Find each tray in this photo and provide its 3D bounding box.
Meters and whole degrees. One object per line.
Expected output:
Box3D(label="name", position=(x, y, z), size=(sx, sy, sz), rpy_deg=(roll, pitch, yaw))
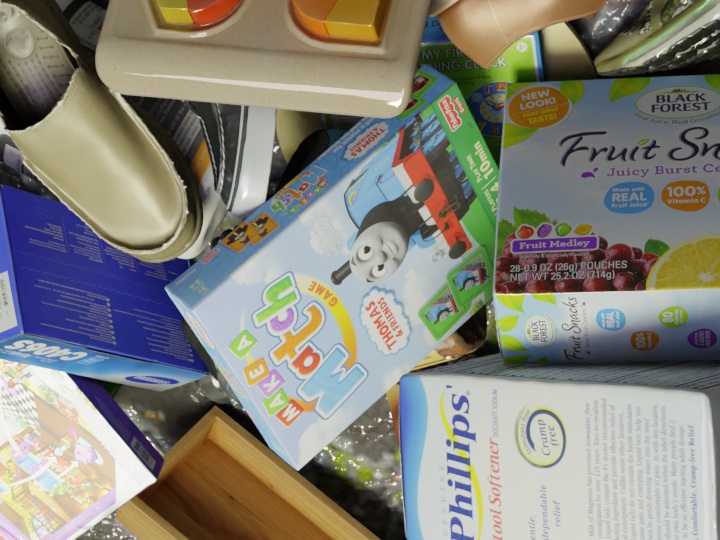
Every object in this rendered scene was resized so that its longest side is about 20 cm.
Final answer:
Box3D(label="tray", position=(-0.054, 0.189, 1.552), size=(0.200, 0.099, 0.037), rpy_deg=(39, 143, 10))

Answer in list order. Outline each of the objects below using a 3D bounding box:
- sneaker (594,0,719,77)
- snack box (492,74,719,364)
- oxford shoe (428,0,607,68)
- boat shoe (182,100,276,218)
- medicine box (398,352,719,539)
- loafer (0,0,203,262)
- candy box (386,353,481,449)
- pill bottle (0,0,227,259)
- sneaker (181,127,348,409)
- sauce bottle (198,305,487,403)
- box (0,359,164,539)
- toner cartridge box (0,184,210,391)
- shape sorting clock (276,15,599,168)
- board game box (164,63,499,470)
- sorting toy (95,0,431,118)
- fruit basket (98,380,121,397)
Box3D(label="sneaker", position=(0.201, -0.179, 1.315), size=(0.200, 0.077, 0.089), rpy_deg=(-38, 68, 37))
Box3D(label="snack box", position=(0.178, -0.031, 1.312), size=(0.200, 0.169, 0.068), rpy_deg=(0, 137, 9))
Box3D(label="oxford shoe", position=(0.129, -0.185, 1.312), size=(0.200, 0.071, 0.071), rpy_deg=(-34, 101, 24))
Box3D(label="boat shoe", position=(-0.088, -0.124, 1.359), size=(0.068, 0.200, 0.072), rpy_deg=(0, 161, -13))
Box3D(label="medicine box", position=(0.153, 0.099, 1.314), size=(0.200, 0.182, 0.103), rpy_deg=(1, 96, 38))
Box3D(label="loafer", position=(-0.168, -0.084, 1.347), size=(0.076, 0.067, 0.200), rpy_deg=(-38, 96, 15))
Box3D(label="candy box", position=(0.090, 0.156, 1.512), size=(0.117, 0.056, 0.200), rpy_deg=(15, 128, 44))
Box3D(label="pill bottle", position=(-0.163, -0.100, 1.438), size=(0.200, 0.116, 0.116), rpy_deg=(29, 124, 1))
Box3D(label="sneaker", position=(-0.059, -0.010, 1.435), size=(0.082, 0.073, 0.200), rpy_deg=(43, 125, 30))
Box3D(label="sauce bottle", position=(-0.016, 0.044, 1.502), size=(0.200, 0.066, 0.066), rpy_deg=(-15, 113, 29))
Box3D(label="box", position=(-0.239, 0.089, 1.475), size=(0.137, 0.039, 0.200), rpy_deg=(-36, 101, 13))
Box3D(label="toner cartridge box", position=(-0.171, 0.014, 1.449), size=(0.043, 0.200, 0.095), rpy_deg=(-18, 72, 26))
Box3D(label="shape sorting clock", position=(0.047, -0.095, 1.416), size=(0.200, 0.039, 0.200), rpy_deg=(4, 126, 6))
Box3D(label="board game box", position=(0.000, 0.000, 1.359), size=(0.037, 0.200, 0.151), rpy_deg=(37, 163, 46))
Box3D(label="sorting toy", position=(-0.045, -0.189, 1.321), size=(0.185, 0.200, 0.036), rpy_deg=(6, 161, 15))
Box3D(label="fruit basket", position=(-0.284, 0.088, 1.564), size=(0.215, 0.156, 0.216), rpy_deg=(7, 120, 13))
